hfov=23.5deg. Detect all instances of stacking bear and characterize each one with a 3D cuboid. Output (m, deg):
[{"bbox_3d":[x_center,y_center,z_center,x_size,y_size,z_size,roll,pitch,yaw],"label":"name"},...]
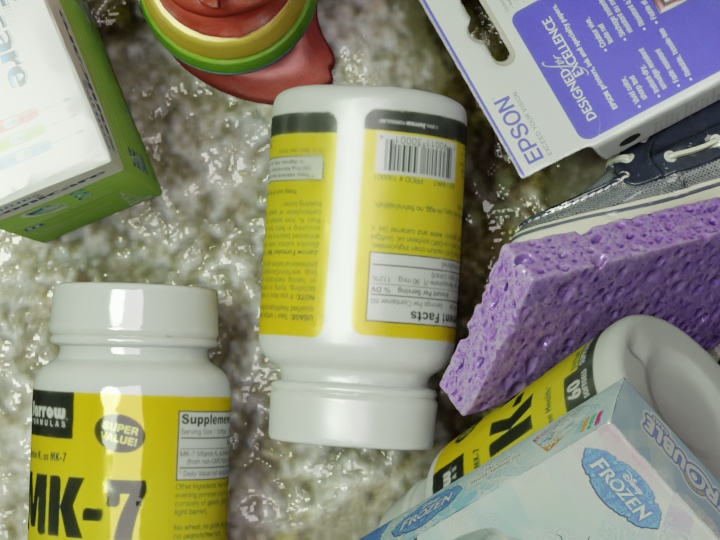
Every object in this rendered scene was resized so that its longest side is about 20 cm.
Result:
[{"bbox_3d":[-0.072,-0.168,0.979,0.113,0.200,0.122,0,87,0],"label":"stacking bear"}]

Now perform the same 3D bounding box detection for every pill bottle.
[{"bbox_3d":[0.000,0.000,1.006,0.114,0.114,0.201,4,87,1],"label":"pill bottle"},{"bbox_3d":[-0.133,0.110,1.001,0.114,0.114,0.201,1,87,0],"label":"pill bottle"},{"bbox_3d":[0.107,0.121,0.942,0.114,0.114,0.200,51,125,3],"label":"pill bottle"}]

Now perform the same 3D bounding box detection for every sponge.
[{"bbox_3d":[0.147,0.016,0.975,0.199,0.112,0.030,-13,50,-32],"label":"sponge"}]

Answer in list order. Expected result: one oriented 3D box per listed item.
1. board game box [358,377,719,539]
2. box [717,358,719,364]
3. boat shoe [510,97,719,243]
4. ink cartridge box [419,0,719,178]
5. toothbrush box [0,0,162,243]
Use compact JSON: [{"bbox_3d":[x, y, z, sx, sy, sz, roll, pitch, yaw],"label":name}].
[{"bbox_3d":[0.120,0.178,0.875,0.200,0.043,0.199,47,125,-10],"label":"board game box"},{"bbox_3d":[0.277,0.053,1.004,0.106,0.122,0.200,31,89,2],"label":"box"},{"bbox_3d":[0.176,-0.065,1.044,0.199,0.075,0.093,-15,77,-5],"label":"boat shoe"},{"bbox_3d":[0.139,-0.171,1.030,0.199,0.043,0.199,-26,69,-1],"label":"ink cartridge box"},{"bbox_3d":[-0.187,-0.102,0.977,0.086,0.200,0.146,-22,88,-1],"label":"toothbrush box"}]
